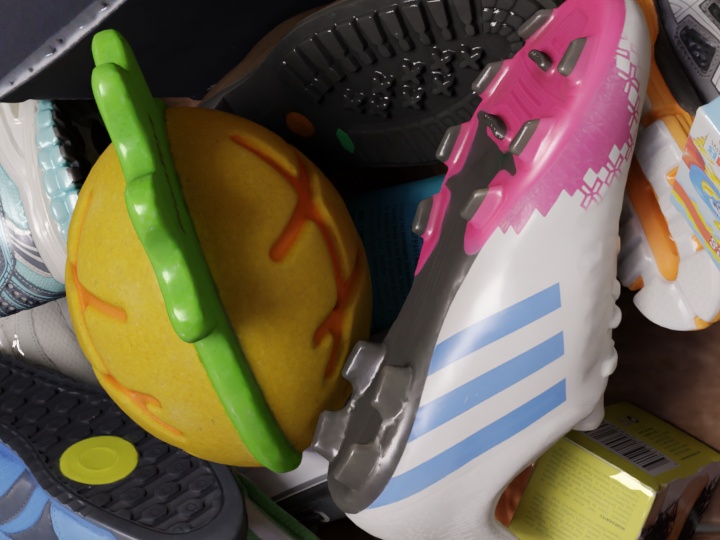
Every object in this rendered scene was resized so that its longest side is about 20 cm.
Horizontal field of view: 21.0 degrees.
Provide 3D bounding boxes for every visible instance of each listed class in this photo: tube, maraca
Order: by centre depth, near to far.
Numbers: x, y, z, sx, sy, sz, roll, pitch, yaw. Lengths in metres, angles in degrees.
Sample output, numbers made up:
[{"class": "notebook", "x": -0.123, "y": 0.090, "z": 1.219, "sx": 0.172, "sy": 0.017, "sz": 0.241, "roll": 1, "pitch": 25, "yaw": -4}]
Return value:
[{"class": "maraca", "x": -0.054, "y": -0.002, "z": 0.680, "sx": 0.107, "sy": 0.200, "sz": 0.138, "roll": -23, "pitch": 65, "yaw": 1}, {"class": "tube", "x": 0.000, "y": 0.000, "z": 0.779, "sx": 0.199, "sy": 0.050, "sz": 0.078, "roll": -7, "pitch": 98, "yaw": 28}]

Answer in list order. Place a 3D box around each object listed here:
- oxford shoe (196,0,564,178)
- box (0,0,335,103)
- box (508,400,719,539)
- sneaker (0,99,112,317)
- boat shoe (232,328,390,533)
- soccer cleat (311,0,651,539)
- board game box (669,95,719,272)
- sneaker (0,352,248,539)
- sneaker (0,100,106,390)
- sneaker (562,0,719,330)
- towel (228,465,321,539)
[{"class": "oxford shoe", "x": 0.004, "y": -0.081, "z": 0.736, "sx": 0.200, "sy": 0.085, "sz": 0.073, "roll": -16, "pitch": 122, "yaw": 44}, {"class": "box", "x": -0.108, "y": -0.174, "z": 0.765, "sx": 0.104, "sy": 0.148, "sz": 0.201, "roll": -34, "pitch": 79, "yaw": 28}, {"class": "box", "x": 0.068, "y": 0.151, "z": 0.735, "sx": 0.050, "sy": 0.075, "sz": 0.201, "roll": 30, "pitch": 111, "yaw": 25}, {"class": "sneaker", "x": -0.162, "y": -0.072, "z": 0.789, "sx": 0.086, "sy": 0.078, "sz": 0.201, "roll": -29, "pitch": 65, "yaw": 11}, {"class": "boat shoe", "x": -0.029, "y": 0.082, "z": 0.794, "sx": 0.200, "sy": 0.069, "sz": 0.057, "roll": -24, "pitch": 123, "yaw": 39}, {"class": "soccer cleat", "x": 0.058, "y": 0.005, "z": 0.659, "sx": 0.201, "sy": 0.086, "sz": 0.070, "roll": -63, "pitch": 22, "yaw": 10}, {"class": "board game box", "x": 0.204, "y": -0.043, "z": 0.563, "sx": 0.200, "sy": 0.103, "sz": 0.105, "roll": -31, "pitch": 78, "yaw": -2}, {"class": "sneaker", "x": -0.121, "y": 0.089, "z": 0.762, "sx": 0.200, "sy": 0.066, "sz": 0.079, "roll": 18, "pitch": 124, "yaw": 33}, {"class": "sneaker", "x": -0.129, "y": -0.020, "z": 0.840, "sx": 0.092, "sy": 0.076, "sz": 0.201, "roll": -32, "pitch": 80, "yaw": 25}, {"class": "sneaker", "x": 0.111, "y": -0.073, "z": 0.689, "sx": 0.078, "sy": 0.077, "sz": 0.201, "roll": 131, "pitch": 128, "yaw": -58}, {"class": "towel", "x": -0.068, "y": 0.175, "z": 0.808, "sx": 0.152, "sy": 0.023, "sz": 0.200, "roll": 41, "pitch": 121, "yaw": -17}]
